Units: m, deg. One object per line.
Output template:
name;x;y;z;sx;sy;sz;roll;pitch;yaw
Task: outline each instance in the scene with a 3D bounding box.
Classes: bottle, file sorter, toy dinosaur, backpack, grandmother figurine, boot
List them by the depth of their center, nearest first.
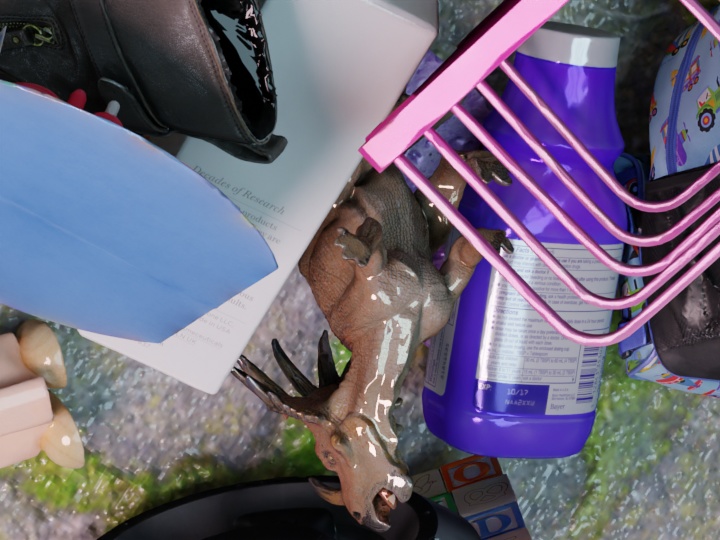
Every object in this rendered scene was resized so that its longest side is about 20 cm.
boot;-0.121;-0.128;1.021;0.069;0.174;0.200;-51;127;-40
file sorter;0.112;-0.073;1.076;0.139;0.200;0.125;-42;93;22
grandmother figurine;-0.224;0.077;1.150;0.199;0.061;0.122;-20;104;-23
toy dinosaur;0.000;0.000;1.175;0.086;0.201;0.136;22;135;-18
bottle;0.081;-0.014;1.235;0.083;0.065;0.201;2;103;-28
backpack;0.206;-0.047;1.278;0.182;0.134;0.201;5;73;-43

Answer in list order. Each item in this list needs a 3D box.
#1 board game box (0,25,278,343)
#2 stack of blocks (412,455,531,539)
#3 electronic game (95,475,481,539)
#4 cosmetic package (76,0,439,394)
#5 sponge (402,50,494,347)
board game box;-0.117;-0.036;1.039;0.158;0.200;0.039;28;64;-17
stack of blocks;-0.014;0.162;1.242;0.199;0.115;0.059;-18;112;-1
electronic game;-0.044;0.139;1.171;0.199;0.200;0.042;-15;107;-22
cosmetic package;-0.044;-0.059;1.126;0.071;0.102;0.200;26;118;-14
sponge;0.040;-0.027;1.265;0.200;0.030;0.112;37;87;-29
